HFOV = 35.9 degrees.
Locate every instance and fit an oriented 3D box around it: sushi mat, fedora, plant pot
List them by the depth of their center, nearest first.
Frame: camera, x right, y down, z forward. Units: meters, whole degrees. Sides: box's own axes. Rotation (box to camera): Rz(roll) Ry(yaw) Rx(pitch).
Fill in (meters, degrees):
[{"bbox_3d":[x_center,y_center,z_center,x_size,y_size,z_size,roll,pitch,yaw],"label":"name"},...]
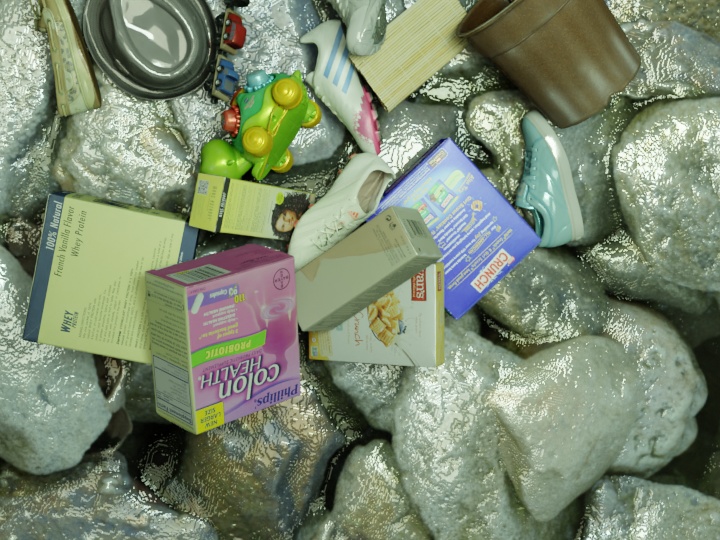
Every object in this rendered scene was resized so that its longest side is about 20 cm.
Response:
[{"bbox_3d":[-0.287,-0.329,1.510,0.176,0.090,0.201,-33,97,-2],"label":"fedora"},{"bbox_3d":[0.269,-0.317,1.528,0.200,0.200,0.198,-43,105,-1],"label":"plant pot"},{"bbox_3d":[0.079,-0.317,1.558,0.200,0.012,0.096,-42,99,-20],"label":"sushi mat"}]

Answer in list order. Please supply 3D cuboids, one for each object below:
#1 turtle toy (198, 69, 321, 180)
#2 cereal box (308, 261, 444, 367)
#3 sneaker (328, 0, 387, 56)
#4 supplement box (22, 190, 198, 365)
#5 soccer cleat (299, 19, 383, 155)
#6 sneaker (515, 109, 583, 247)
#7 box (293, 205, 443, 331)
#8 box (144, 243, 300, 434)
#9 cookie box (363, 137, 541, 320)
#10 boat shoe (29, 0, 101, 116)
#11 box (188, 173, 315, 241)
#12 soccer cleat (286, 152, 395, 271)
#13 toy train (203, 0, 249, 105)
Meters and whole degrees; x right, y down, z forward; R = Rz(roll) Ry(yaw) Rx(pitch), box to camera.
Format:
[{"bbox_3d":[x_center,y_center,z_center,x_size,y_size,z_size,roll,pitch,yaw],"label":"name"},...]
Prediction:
[{"bbox_3d":[-0.143,-0.193,1.524,0.101,0.146,0.201,33,90,14],"label":"turtle toy"},{"bbox_3d":[0.021,0.058,1.556,0.199,0.039,0.145,1,95,26],"label":"cereal box"},{"bbox_3d":[-0.011,-0.367,1.521,0.099,0.078,0.201,3,52,9],"label":"sneaker"},{"bbox_3d":[-0.333,0.009,1.512,0.199,0.134,0.201,11,94,-8],"label":"supplement box"},{"bbox_3d":[-0.028,-0.250,1.562,0.086,0.070,0.201,-16,91,4],"label":"soccer cleat"},{"bbox_3d":[0.257,-0.126,1.595,0.082,0.074,0.201,-20,96,-8],"label":"sneaker"},{"bbox_3d":[0.000,0.000,1.491,0.200,0.095,0.078,-33,76,21],"label":"box"},{"bbox_3d":[-0.177,0.085,1.458,0.175,0.096,0.201,-16,113,-40],"label":"box"},{"bbox_3d":[0.126,-0.059,1.585,0.171,0.075,0.200,-43,97,1],"label":"cookie box"},{"bbox_3d":[-0.410,-0.311,1.507,0.062,0.073,0.201,-17,99,-3],"label":"boat shoe"},{"bbox_3d":[-0.142,-0.083,1.502,0.050,0.200,0.076,14,96,34],"label":"box"},{"bbox_3d":[-0.029,-0.075,1.525,0.069,0.077,0.200,37,88,-43],"label":"soccer cleat"},{"bbox_3d":[-0.177,-0.323,1.523,0.046,0.034,0.201,2,78,32],"label":"toy train"}]
